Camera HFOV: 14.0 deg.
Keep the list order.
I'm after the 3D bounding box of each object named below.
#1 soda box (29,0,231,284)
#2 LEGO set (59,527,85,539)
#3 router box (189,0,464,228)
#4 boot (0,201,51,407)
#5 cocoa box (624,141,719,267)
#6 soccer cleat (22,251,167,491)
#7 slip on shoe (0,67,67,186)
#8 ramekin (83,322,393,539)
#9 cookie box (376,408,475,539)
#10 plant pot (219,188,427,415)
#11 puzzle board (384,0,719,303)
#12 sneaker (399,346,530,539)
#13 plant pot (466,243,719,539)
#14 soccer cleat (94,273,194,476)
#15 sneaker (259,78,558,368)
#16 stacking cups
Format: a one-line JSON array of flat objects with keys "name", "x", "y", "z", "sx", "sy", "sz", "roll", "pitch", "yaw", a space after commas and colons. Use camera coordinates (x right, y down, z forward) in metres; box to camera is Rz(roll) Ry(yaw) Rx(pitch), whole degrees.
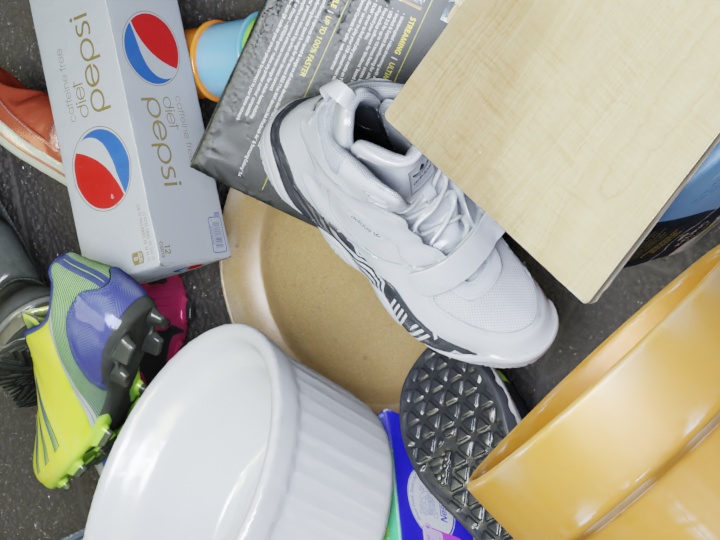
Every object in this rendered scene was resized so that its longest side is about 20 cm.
[{"name": "soda box", "x": -0.140, "y": -0.094, "z": 1.754, "sx": 0.068, "sy": 0.064, "sz": 0.201, "roll": -17, "pitch": 83, "yaw": 41}, {"name": "LEGO set", "x": -0.172, "y": 0.261, "z": 1.851, "sx": 0.154, "sy": 0.116, "sz": 0.201, "roll": 24, "pitch": 130, "yaw": 50}, {"name": "router box", "x": 0.011, "y": -0.118, "z": 1.651, "sx": 0.149, "sy": 0.051, "sz": 0.201, "roll": 26, "pitch": 106, "yaw": 0}, {"name": "boot", "x": -0.241, "y": -0.023, "z": 1.866, "sx": 0.182, "sy": 0.072, "sz": 0.201, "roll": 118, "pitch": 132, "yaw": -70}, {"name": "cocoa box", "x": 0.173, "y": -0.108, "z": 1.537, "sx": 0.200, "sy": 0.131, "sz": 0.134, "roll": -43, "pitch": 74, "yaw": 35}, {"name": "soccer cleat", "x": -0.172, "y": 0.059, "z": 1.764, "sx": 0.084, "sy": 0.065, "sz": 0.200, "roll": 38, "pitch": 143, "yaw": 11}, {"name": "slip on shoe", "x": -0.169, "y": -0.082, "z": 1.843, "sx": 0.200, "sy": 0.074, "sz": 0.061, "roll": 33, "pitch": 105, "yaw": 24}, {"name": "ramekin", "x": -0.069, "y": 0.141, "z": 1.694, "sx": 0.200, "sy": 0.097, "sz": 0.201, "roll": -40, "pitch": 35, "yaw": 37}, {"name": "cookie box", "x": -0.013, "y": 0.208, "z": 1.729, "sx": 0.200, "sy": 0.075, "sz": 0.172, "roll": -42, "pitch": 38, "yaw": 35}, {"name": "plant pot", "x": 0.000, "y": 0.000, "z": 1.757, "sx": 0.199, "sy": 0.027, "sz": 0.201, "roll": 9, "pitch": 105, "yaw": 36}, {"name": "puzzle board", "x": 0.121, "y": -0.107, "z": 1.467, "sx": 0.151, "sy": 0.017, "sz": 0.200, "roll": 44, "pitch": 112, "yaw": 19}, {"name": "sneaker", "x": 0.093, "y": 0.129, "z": 1.679, "sx": 0.072, "sy": 0.083, "sz": 0.200, "roll": -39, "pitch": 66, "yaw": 19}, {"name": "plant pot", "x": 0.189, "y": 0.114, "z": 1.548, "sx": 0.183, "sy": 0.200, "sz": 0.200, "roll": 48, "pitch": 125, "yaw": 1}, {"name": "soccer cleat", "x": -0.151, "y": 0.074, "z": 1.860, "sx": 0.086, "sy": 0.070, "sz": 0.201, "roll": 1, "pitch": 99, "yaw": 42}, {"name": "sneaker", "x": 0.037, "y": -0.027, "z": 1.579, "sx": 0.200, "sy": 0.075, "sz": 0.115, "roll": 42, "pitch": 160, "yaw": -3}, {"name": "stacking cups", "x": -0.073, "y": -0.130, "z": 1.763, "sx": 0.199, "sy": 0.060, "sz": 0.061, "roll": -3, "pitch": 98, "yaw": 37}]
